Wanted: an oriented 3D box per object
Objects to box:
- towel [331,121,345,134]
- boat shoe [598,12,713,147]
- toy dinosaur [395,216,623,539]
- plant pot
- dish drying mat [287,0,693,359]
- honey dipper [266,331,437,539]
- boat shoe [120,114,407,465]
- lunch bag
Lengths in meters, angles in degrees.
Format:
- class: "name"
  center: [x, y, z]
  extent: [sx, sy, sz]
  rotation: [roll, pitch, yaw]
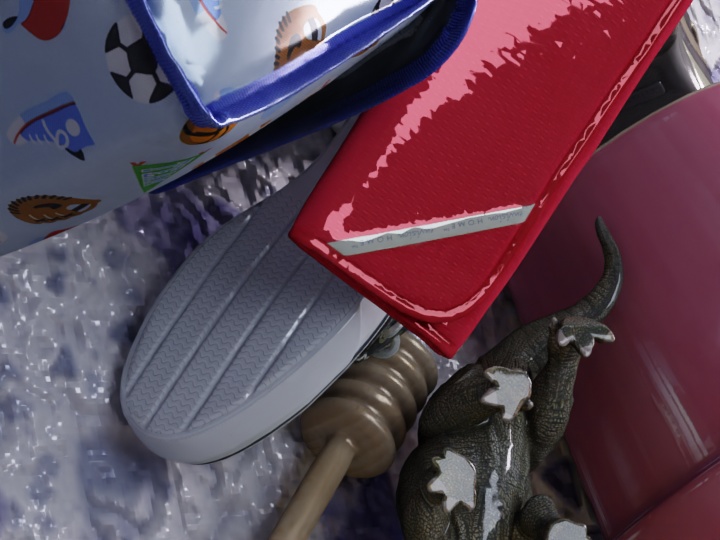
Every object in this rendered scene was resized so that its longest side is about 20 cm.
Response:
- class: "towel"
  center: [0.009, -0.147, 0.781]
  extent: [0.200, 0.192, 0.035]
  rotation: [49, 38, -19]
- class: "boat shoe"
  center: [0.101, -0.112, 0.935]
  extent: [0.200, 0.074, 0.073]
  rotation: [58, 18, -50]
- class: "toy dinosaur"
  center: [0.042, 0.068, 0.778]
  extent: [0.077, 0.102, 0.200]
  rotation: [17, 65, -18]
- class: "plant pot"
  center: [0.153, 0.032, 0.862]
  extent: [0.200, 0.200, 0.179]
  rotation: [-15, 68, -49]
- class: "dish drying mat"
  center: [0.058, -0.073, 0.723]
  extent: [0.077, 0.018, 0.200]
  rotation: [37, 82, -20]
- class: "honey dipper"
  center: [-0.026, 0.097, 0.746]
  extent: [0.038, 0.038, 0.200]
  rotation: [48, 45, -19]
- class: "boat shoe"
  center: [0.000, 0.000, 0.770]
  extent: [0.200, 0.072, 0.071]
  rotation: [-47, 144, -19]
- class: "lunch bag"
  center: [-0.060, -0.089, 0.696]
  extent: [0.200, 0.170, 0.124]
  rotation: [-36, 102, -49]
